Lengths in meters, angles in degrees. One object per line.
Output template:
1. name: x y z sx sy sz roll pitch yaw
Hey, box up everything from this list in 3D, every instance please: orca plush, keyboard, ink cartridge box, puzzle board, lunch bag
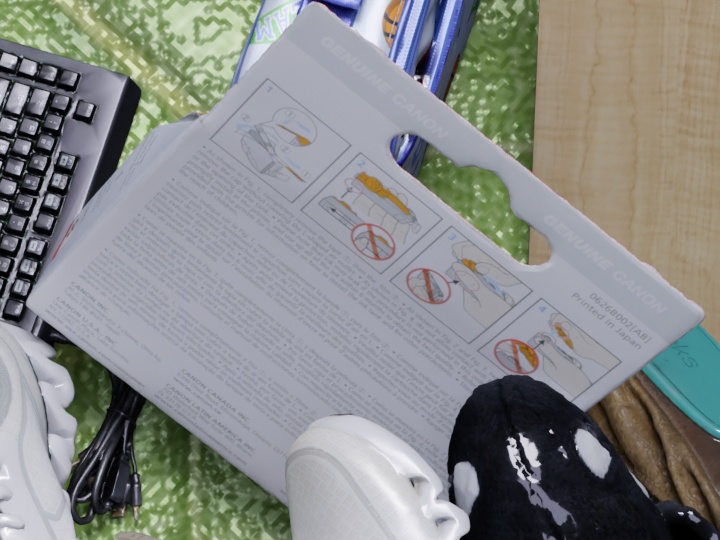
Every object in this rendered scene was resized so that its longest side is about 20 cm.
1. orca plush: 0.066 0.137 0.880 0.105 0.071 0.201 0 101 6
2. keyboard: -0.124 0.019 1.024 0.126 0.021 0.201 17 77 2
3. ink cartridge box: 0.000 0.000 0.928 0.162 0.200 0.050 38 44 -10
4. puzzle board: 0.136 -0.057 0.998 0.150 0.017 0.201 4 106 10
5. lunch bag: 0.008 -0.107 0.988 0.075 0.160 0.201 16 75 2

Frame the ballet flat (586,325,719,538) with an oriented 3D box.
1. ballet flat: 0.128 0.084 0.945 0.067 0.200 0.073 -3 119 -30

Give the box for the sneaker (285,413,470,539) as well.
1. sneaker: 0.004 0.144 0.861 0.081 0.075 0.201 -10 84 -28

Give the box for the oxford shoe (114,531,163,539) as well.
1. oxford shoe: -0.106 0.183 0.969 0.074 0.071 0.200 28 72 26

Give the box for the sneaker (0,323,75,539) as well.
1. sneaker: -0.119 0.095 0.925 0.075 0.081 0.201 -23 62 0
